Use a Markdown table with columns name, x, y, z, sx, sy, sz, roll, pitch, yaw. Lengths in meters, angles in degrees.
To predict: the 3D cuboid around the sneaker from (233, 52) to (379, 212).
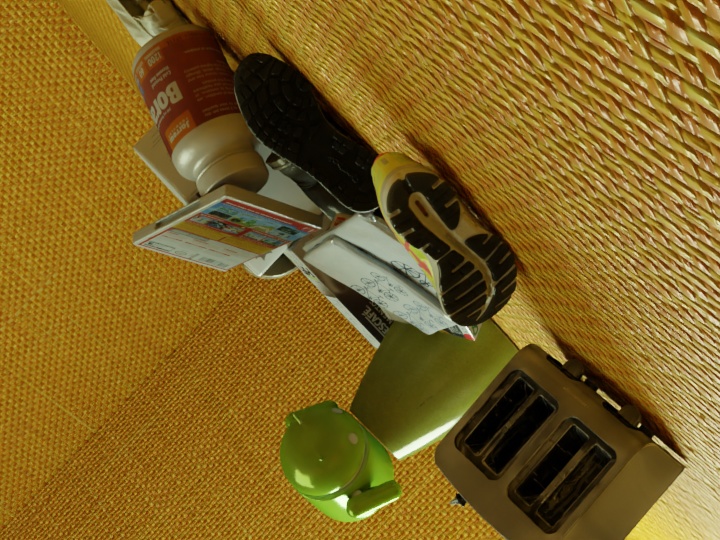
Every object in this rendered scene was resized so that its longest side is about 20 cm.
| name | x | y | z | sx | sy | sz | roll | pitch | yaw |
| --- | --- | --- | --- | --- | --- | --- | --- | --- | --- |
| sneaker | -0.056 | -0.138 | 1.405 | 0.200 | 0.076 | 0.088 | 46 | -179 | -9 |

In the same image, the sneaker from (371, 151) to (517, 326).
| name | x | y | z | sx | sy | sz | roll | pitch | yaw |
| --- | --- | --- | --- | --- | --- | --- | --- | --- | --- |
| sneaker | 0.072 | -0.034 | 1.212 | 0.201 | 0.078 | 0.090 | 56 | 178 | -38 |

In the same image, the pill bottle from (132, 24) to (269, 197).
| name | x | y | z | sx | sy | sz | roll | pitch | yaw |
| --- | --- | --- | --- | --- | --- | --- | --- | --- | --- |
| pill bottle | -0.185 | -0.179 | 1.617 | 0.202 | 0.111 | 0.112 | 63 | -178 | 20 |

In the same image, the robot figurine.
| name | x | y | z | sx | sy | sz | roll | pitch | yaw |
| --- | --- | --- | --- | --- | --- | --- | --- | --- | --- |
| robot figurine | -0.030 | 0.245 | 1.729 | 0.176 | 0.115 | 0.200 | 52 | -179 | 36 |

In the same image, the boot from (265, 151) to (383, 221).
| name | x | y | z | sx | sy | sz | roll | pitch | yaw |
| --- | --- | --- | --- | --- | --- | --- | --- | --- | --- |
| boot | -0.022 | -0.080 | 1.619 | 0.201 | 0.072 | 0.182 | 52 | -173 | -7 |

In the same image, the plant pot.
| name | x | y | z | sx | sy | sz | roll | pitch | yaw |
| --- | --- | --- | --- | --- | --- | --- | --- | --- | --- |
| plant pot | 0.085 | 0.137 | 1.744 | 0.187 | 0.200 | 0.187 | 44 | 175 | 5 |

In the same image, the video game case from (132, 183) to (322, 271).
| name | x | y | z | sx | sy | sz | roll | pitch | yaw |
| --- | --- | --- | --- | --- | --- | --- | --- | --- | --- |
| video game case | -0.160 | -0.048 | 1.633 | 0.142 | 0.018 | 0.199 | 18 | 154 | -38 |

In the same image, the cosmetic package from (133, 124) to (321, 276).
| name | x | y | z | sx | sy | sz | roll | pitch | yaw |
| --- | --- | --- | --- | --- | --- | --- | --- | --- | --- |
| cosmetic package | -0.161 | -0.134 | 1.793 | 0.165 | 0.165 | 0.200 | 48 | 175 | -40 |

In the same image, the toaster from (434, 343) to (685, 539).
| name | x | y | z | sx | sy | sz | roll | pitch | yaw |
| --- | --- | --- | --- | --- | --- | --- | --- | --- | --- |
| toaster | 0.188 | 0.198 | 1.366 | 0.181 | 0.200 | 0.119 | 42 | 180 | 40 |

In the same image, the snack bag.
| name | x | y | z | sx | sy | sz | roll | pitch | yaw |
| --- | --- | --- | --- | --- | --- | --- | --- | --- | --- |
| snack bag | 0.041 | 0.006 | 1.523 | 0.187 | 0.022 | 0.200 | 33 | 159 | -13 |

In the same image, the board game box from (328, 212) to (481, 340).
| name | x | y | z | sx | sy | sz | roll | pitch | yaw |
| --- | --- | --- | --- | --- | --- | --- | --- | --- | --- |
| board game box | 0.055 | 0.008 | 1.594 | 0.125 | 0.035 | 0.200 | 13 | 156 | 32 |

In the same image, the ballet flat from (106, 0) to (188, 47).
| name | x | y | z | sx | sy | sz | roll | pitch | yaw |
| --- | --- | --- | --- | --- | --- | --- | --- | --- | --- |
| ballet flat | -0.276 | -0.337 | 1.729 | 0.200 | 0.069 | 0.069 | 46 | 176 | 3 |

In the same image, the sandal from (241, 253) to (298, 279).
| name | x | y | z | sx | sy | sz | roll | pitch | yaw |
| --- | --- | --- | --- | --- | --- | --- | --- | --- | --- |
| sandal | -0.096 | -0.046 | 1.894 | 0.080 | 0.200 | 0.054 | 35 | 136 | 5 |

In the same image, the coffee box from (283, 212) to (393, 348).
| name | x | y | z | sx | sy | sz | roll | pitch | yaw |
| --- | --- | --- | --- | --- | --- | --- | --- | --- | --- |
| coffee box | 0.000 | 0.000 | 1.828 | 0.200 | 0.113 | 0.080 | 47 | 170 | -18 |
